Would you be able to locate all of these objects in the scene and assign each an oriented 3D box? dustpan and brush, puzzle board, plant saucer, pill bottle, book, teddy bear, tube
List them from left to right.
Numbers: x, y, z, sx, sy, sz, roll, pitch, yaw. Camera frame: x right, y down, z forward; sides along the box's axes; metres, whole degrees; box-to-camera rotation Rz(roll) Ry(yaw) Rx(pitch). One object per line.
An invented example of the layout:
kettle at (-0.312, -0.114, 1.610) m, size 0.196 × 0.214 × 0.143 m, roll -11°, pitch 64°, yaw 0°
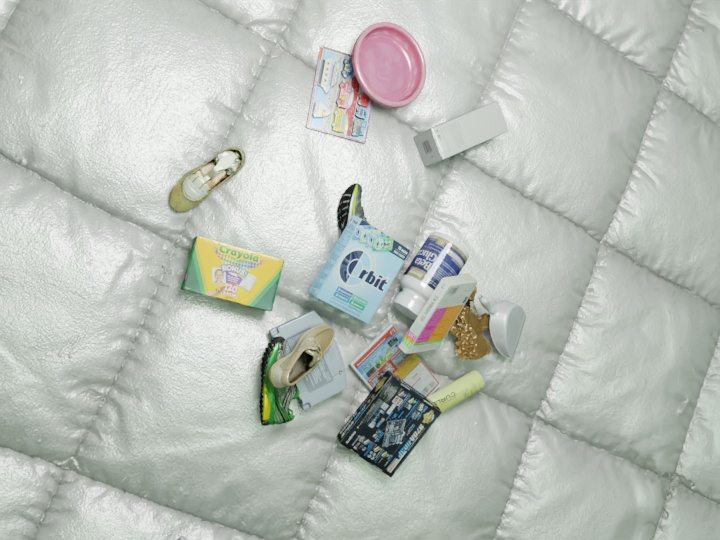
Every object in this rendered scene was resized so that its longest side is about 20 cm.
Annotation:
puzzle board at (-0.040, -0.416, 1.618) m, size 0.150 × 0.017 × 0.201 m, roll 12°, pitch 84°, yaw -19°
plant saucer at (0.063, -0.485, 1.627) m, size 0.200 × 0.051 × 0.202 m, roll 2°, pitch 86°, yaw -30°
pill bottle at (0.163, 0.017, 1.626) m, size 0.111 × 0.111 × 0.200 m, roll 38°, pitch 76°, yaw -15°
book at (0.180, 0.101, 1.576) m, size 0.133 × 0.048 × 0.200 m, roll -6°, pitch 132°, yaw -54°
tube at (0.211, 0.312, 1.668) m, size 0.199 × 0.052 × 0.058 m, roll -25°, pitch 84°, yaw -18°
teddy bear at (0.257, 0.121, 1.687) m, size 0.145 × 0.067 × 0.201 m, roll -32°, pitch 99°, yaw -36°
dustpan and brush at (0.344, 0.115, 1.693) m, size 0.200 × 0.057 × 0.140 m, roll 52°, pitch 55°, yaw -48°

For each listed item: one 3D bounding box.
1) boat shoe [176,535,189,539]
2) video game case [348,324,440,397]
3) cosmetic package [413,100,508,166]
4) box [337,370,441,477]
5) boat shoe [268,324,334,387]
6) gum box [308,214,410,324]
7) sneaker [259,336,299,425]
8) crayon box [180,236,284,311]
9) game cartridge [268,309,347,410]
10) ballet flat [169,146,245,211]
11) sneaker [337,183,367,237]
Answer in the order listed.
boat shoe at (-0.325, 0.650, 1.452) m, size 0.200 × 0.072 × 0.068 m, roll 41°, pitch 74°, yaw -11°
video game case at (0.084, 0.250, 1.640) m, size 0.143 × 0.017 × 0.200 m, roll -42°, pitch 102°, yaw -16°
cosmetic package at (0.245, -0.335, 1.671) m, size 0.199 × 0.108 × 0.085 m, roll -24°, pitch 96°, yaw -17°
box at (0.067, 0.357, 1.589) m, size 0.159 × 0.046 × 0.200 m, roll 36°, pitch 93°, yaw -15°
boat shoe at (-0.113, 0.186, 1.481) m, size 0.200 × 0.065 × 0.072 m, roll -39°, pitch 115°, yaw -42°
gum box at (0.000, 0.000, 1.555) m, size 0.170 × 0.045 × 0.201 m, roll 29°, pitch 92°, yaw -38°
sneaker at (-0.178, 0.242, 1.510) m, size 0.085 × 0.078 × 0.201 m, roll 1°, pitch 102°, yaw -13°
crayon box at (-0.279, 0.009, 1.496) m, size 0.199 × 0.058 × 0.119 m, roll 15°, pitch 83°, yaw -19°
game cartridge at (-0.112, 0.200, 1.563) m, size 0.133 × 0.040 × 0.201 m, roll -24°, pitch 96°, yaw -15°
ballet flat at (-0.330, -0.203, 1.481) m, size 0.200 × 0.071 × 0.071 m, roll -40°, pitch 101°, yaw -16°
sneaker at (-0.006, -0.103, 1.598) m, size 0.081 × 0.074 × 0.201 m, roll -1°, pitch 96°, yaw -26°
